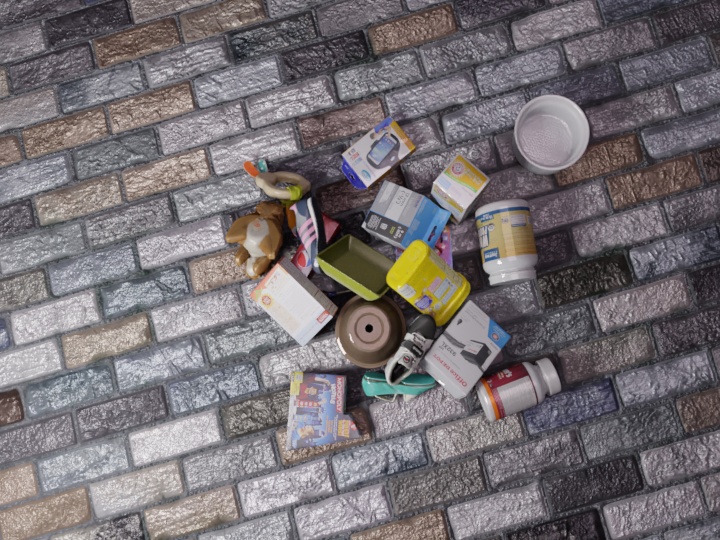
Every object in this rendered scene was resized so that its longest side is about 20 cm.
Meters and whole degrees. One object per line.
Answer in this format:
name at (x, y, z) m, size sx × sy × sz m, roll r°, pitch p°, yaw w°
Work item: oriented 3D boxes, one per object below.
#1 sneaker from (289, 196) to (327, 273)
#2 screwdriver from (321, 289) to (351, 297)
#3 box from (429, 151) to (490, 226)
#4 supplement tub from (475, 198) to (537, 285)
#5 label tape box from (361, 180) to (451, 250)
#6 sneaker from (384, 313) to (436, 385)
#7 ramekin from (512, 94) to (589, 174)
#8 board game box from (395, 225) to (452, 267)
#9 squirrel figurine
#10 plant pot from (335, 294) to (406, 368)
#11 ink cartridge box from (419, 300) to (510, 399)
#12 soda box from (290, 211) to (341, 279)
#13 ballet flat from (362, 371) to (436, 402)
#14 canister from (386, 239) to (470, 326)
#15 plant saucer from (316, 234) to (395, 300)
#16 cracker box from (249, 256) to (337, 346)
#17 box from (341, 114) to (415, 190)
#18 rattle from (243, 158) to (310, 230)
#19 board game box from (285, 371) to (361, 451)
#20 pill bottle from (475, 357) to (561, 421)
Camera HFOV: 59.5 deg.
sneaker at (-0.136, -0.086, 1.647) m, size 0.080 × 0.070 × 0.205 m, roll -12°, pitch 78°, yaw 19°
screwdriver at (-0.050, 0.062, 1.709) m, size 0.195 × 0.028 × 0.030 m, roll -7°, pitch 113°, yaw 1°
box at (0.254, -0.207, 1.638) m, size 0.112 × 0.200 × 0.102 m, roll 41°, pitch 86°, yaw 7°
supplement tub at (0.383, -0.072, 1.644) m, size 0.141 × 0.145 × 0.205 m, roll -8°, pitch 82°, yaw 2°
label tape box at (0.120, -0.136, 1.668) m, size 0.198 × 0.066 × 0.145 m, roll 26°, pitch 85°, yaw 32°
sneaker at (0.128, 0.205, 1.567) m, size 0.073 × 0.089 × 0.203 m, roll 29°, pitch 101°, yaw -1°
ramekin at (0.504, -0.357, 1.696) m, size 0.195 × 0.098 × 0.206 m, roll 0°, pitch 83°, yaw 3°
board game box at (0.172, -0.046, 1.702) m, size 0.154 × 0.039 × 0.205 m, roll -2°, pitch 83°, yaw 2°
squirrel figurine at (-0.258, -0.076, 1.672) m, size 0.138 × 0.188 × 0.203 m, roll 13°, pitch 58°, yaw 5°
plant pot at (0.027, 0.151, 1.621) m, size 0.195 × 0.175 × 0.206 m, roll 0°, pitch 83°, yaw 2°
ink cartridge box at (0.267, 0.205, 1.627) m, size 0.145 × 0.084 × 0.200 m, roll 41°, pitch 74°, yaw 5°
soda box at (-0.130, -0.053, 1.703) m, size 0.063 × 0.070 × 0.203 m, roll 30°, pitch 86°, yaw 7°
ballet flat at (0.101, 0.310, 1.660) m, size 0.195 × 0.068 × 0.072 m, roll 3°, pitch 107°, yaw 3°
canister at (0.174, 0.032, 1.611) m, size 0.149 × 0.086 × 0.199 m, roll -50°, pitch 127°, yaw 1°
plant saucer at (0.000, 0.000, 1.643) m, size 0.198 × 0.199 × 0.049 m, roll 31°, pitch 120°, yaw 13°
cracker box at (-0.174, 0.082, 1.650) m, size 0.200 × 0.058 × 0.134 m, roll 45°, pitch 116°, yaw -5°
box at (0.042, -0.319, 1.743) m, size 0.199 × 0.042 × 0.120 m, roll -39°, pitch 83°, yaw -4°
rattle at (-0.236, -0.211, 1.749) m, size 0.196 × 0.145 × 0.131 m, roll 17°, pitch 51°, yaw 20°
board game box at (-0.090, 0.375, 1.656) m, size 0.195 × 0.062 × 0.205 m, roll 4°, pitch 83°, yaw 2°
pill bottle at (0.404, 0.302, 1.616) m, size 0.196 × 0.110 × 0.112 m, roll -21°, pitch 83°, yaw 0°
